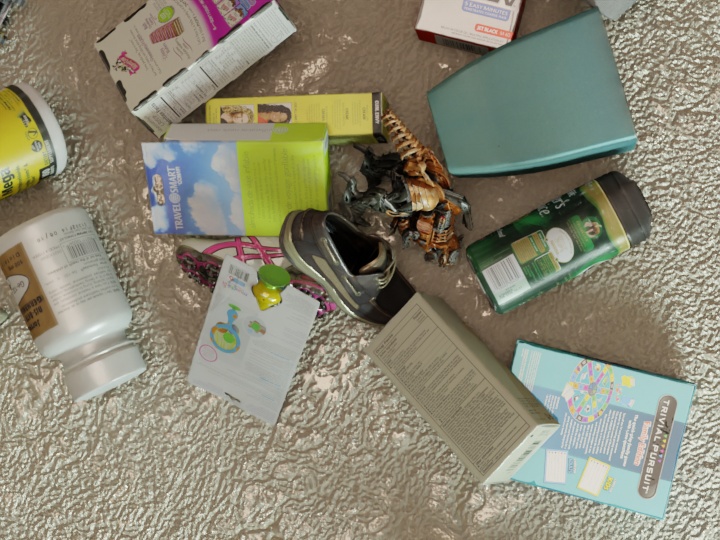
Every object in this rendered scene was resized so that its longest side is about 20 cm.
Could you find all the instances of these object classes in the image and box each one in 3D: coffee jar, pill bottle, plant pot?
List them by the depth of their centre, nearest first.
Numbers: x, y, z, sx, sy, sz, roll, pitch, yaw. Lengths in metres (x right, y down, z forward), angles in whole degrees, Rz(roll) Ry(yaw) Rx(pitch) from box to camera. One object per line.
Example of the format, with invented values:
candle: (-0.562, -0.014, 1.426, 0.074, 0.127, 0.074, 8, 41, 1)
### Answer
plant pot: (0.180, -0.173, 1.459, 0.199, 0.141, 0.142, -17, 87, 9)
coffee jar: (0.216, -0.032, 1.467, 0.199, 0.104, 0.086, -27, 89, 5)
pill bottle: (-0.437, -0.122, 1.502, 0.199, 0.112, 0.113, -30, 85, -26)
pill bottle: (-0.322, 0.039, 1.524, 0.114, 0.114, 0.201, -26, 86, 6)

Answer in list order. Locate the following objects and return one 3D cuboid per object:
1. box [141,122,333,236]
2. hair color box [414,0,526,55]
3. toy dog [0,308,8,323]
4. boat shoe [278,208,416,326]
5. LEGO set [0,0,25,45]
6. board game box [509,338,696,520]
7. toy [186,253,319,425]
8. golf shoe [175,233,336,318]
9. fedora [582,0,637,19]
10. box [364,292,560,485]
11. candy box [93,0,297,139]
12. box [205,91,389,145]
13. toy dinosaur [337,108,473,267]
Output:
box: (-0.133, -0.099, 1.491, 0.199, 0.048, 0.123, 1, 122, 6)
hair color box: (0.138, -0.346, 1.503, 0.110, 0.064, 0.201, 14, 89, 7)
toy dog: (-0.531, 0.016, 1.553, 0.194, 0.139, 0.201, -36, 85, 32)
boat shoe: (0.000, 0.000, 1.459, 0.073, 0.200, 0.075, -12, 55, 44)
LEGO set: (-0.480, -0.281, 1.571, 0.153, 0.116, 0.201, 20, 87, 36)
board game box: (0.250, 0.172, 1.487, 0.199, 0.047, 0.152, 14, 91, 7)
toy: (-0.115, 0.071, 1.506, 0.115, 0.047, 0.201, 27, 132, 6)
golf shoe: (-0.109, -0.009, 1.531, 0.199, 0.073, 0.092, 13, 58, 12)
fedora: (0.239, -0.337, 1.430, 0.090, 0.200, 0.177, -47, 47, 8)
box: (0.108, 0.125, 1.457, 0.095, 0.078, 0.200, -47, 67, 14)
candy box: (-0.185, -0.259, 1.511, 0.200, 0.061, 0.137, -36, 51, 5)
box: (-0.069, -0.167, 1.520, 0.199, 0.075, 0.050, -2, 87, 8)
toy dinosaur: (0.055, -0.090, 1.471, 0.135, 0.102, 0.201, 6, 115, 27)
